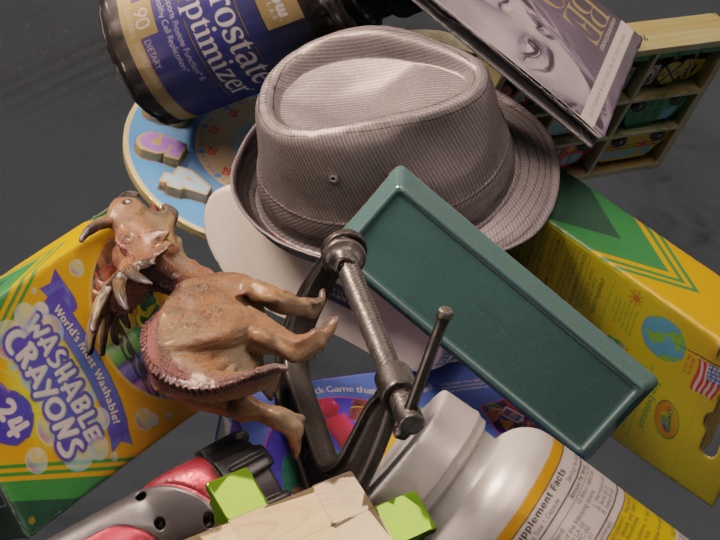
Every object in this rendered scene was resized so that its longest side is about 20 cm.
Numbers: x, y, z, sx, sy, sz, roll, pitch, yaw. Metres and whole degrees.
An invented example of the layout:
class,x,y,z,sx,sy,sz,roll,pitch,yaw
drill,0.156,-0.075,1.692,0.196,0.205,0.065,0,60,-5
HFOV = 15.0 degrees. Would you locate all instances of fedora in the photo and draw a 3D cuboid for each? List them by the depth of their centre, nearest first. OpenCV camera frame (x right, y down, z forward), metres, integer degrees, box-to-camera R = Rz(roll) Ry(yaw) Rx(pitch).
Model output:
class,x,y,z,sx,sy,sz,roll,pitch,yaw
fedora,0.017,-0.085,1.645,0.200,0.090,0.177,2,46,12

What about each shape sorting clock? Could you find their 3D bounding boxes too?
class,x,y,z,sx,sy,sz,roll,pitch,yaw
shape sorting clock,-0.057,-0.081,1.811,0.200,0.039,0.200,8,43,-7

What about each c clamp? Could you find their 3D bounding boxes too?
class,x,y,z,sx,sy,sz,roll,pitch,yaw
c clamp,-0.001,0.047,1.525,0.027,0.171,0.200,10,26,-23

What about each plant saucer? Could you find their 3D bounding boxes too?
class,x,y,z,sx,sy,sz,roll,pitch,yaw
plant saucer,0.076,0.028,1.596,0.200,0.070,0.019,39,16,-6

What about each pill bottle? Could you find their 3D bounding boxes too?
class,x,y,z,sx,sy,sz,roll,pitch,yaw
pill bottle,0.101,0.158,1.513,0.200,0.113,0.113,37,45,-4
pill bottle,-0.056,-0.175,1.752,0.200,0.112,0.112,-19,40,19

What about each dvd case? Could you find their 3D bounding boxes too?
class,x,y,z,sx,sy,sz,roll,pitch,yaw
dvd case,0.084,-0.173,1.686,0.200,0.016,0.149,40,31,-7

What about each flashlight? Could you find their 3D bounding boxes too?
class,x,y,z,sx,sy,sz,roll,pitch,yaw
flashlight,-0.134,0.161,1.496,0.200,0.068,0.068,-29,95,-19

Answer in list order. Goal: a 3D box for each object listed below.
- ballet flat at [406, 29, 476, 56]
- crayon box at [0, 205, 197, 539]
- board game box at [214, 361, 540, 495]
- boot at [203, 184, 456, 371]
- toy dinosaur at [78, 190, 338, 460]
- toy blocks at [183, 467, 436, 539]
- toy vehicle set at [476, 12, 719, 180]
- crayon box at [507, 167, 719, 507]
class,x,y,z,sx,sy,sz,roll,pitch,yaw
ballet flat,0.080,-0.123,1.834,0.200,0.067,0.062,2,9,-36
crayon box,-0.164,0.052,1.585,0.200,0.052,0.126,-37,106,-40
board game box,0.030,0.121,1.619,0.200,0.045,0.134,-6,47,-20
boot,0.000,0.000,1.705,0.200,0.073,0.090,32,29,29
toy dinosaur,-0.092,0.036,1.516,0.135,0.086,0.200,16,16,-14
toy blocks,-0.068,0.187,1.466,0.200,0.137,0.100,-20,62,-24
toy vehicle set,0.142,-0.108,1.808,0.200,0.124,0.027,-10,53,-35
crayon box,0.165,0.039,1.682,0.200,0.127,0.051,37,48,21
